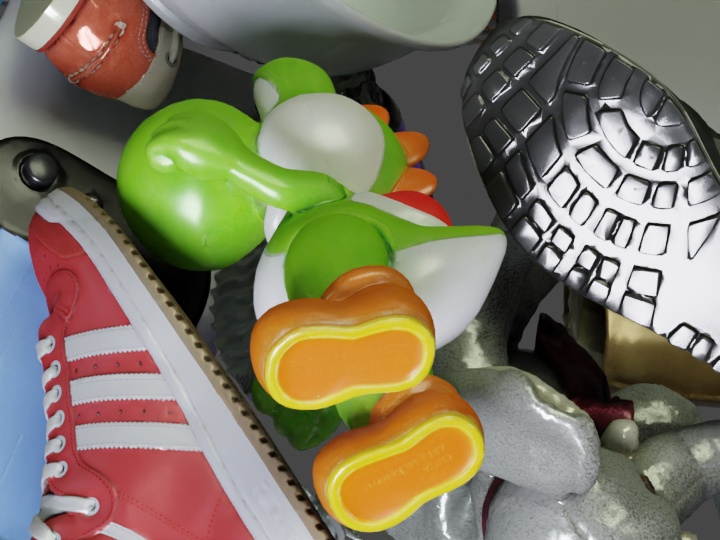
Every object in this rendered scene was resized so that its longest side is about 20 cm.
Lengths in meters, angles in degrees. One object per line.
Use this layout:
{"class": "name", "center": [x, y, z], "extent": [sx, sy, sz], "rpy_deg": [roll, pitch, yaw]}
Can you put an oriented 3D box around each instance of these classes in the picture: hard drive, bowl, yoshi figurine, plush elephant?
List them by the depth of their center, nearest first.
{"class": "yoshi figurine", "center": [-0.031, -0.002, 0.777], "extent": [0.112, 0.112, 0.200], "rpy_deg": [20, 27, -25]}
{"class": "plush elephant", "center": [0.077, 0.076, 0.833], "extent": [0.200, 0.165, 0.155], "rpy_deg": [-34, 32, -24]}
{"class": "bowl", "center": [-0.043, -0.152, 0.922], "extent": [0.201, 0.090, 0.201], "rpy_deg": [34, 38, -32]}
{"class": "hard drive", "center": [-0.110, -0.026, 0.939], "extent": [0.132, 0.027, 0.200], "rpy_deg": [21, 45, -7]}

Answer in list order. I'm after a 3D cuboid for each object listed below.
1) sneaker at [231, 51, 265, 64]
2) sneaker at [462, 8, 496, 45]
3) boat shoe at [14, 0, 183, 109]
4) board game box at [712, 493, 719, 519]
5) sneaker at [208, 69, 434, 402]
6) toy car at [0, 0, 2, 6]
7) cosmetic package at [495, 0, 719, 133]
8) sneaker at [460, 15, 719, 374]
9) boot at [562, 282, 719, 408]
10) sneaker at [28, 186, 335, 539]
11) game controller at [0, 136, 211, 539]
{"class": "sneaker", "center": [-0.007, -0.179, 1.085], "extent": [0.074, 0.088, 0.200], "rpy_deg": [30, 44, 2]}
{"class": "sneaker", "center": [0.071, -0.166, 1.034], "extent": [0.078, 0.200, 0.077], "rpy_deg": [5, 62, -42]}
{"class": "boat shoe", "center": [-0.099, -0.142, 0.985], "extent": [0.063, 0.071, 0.200], "rpy_deg": [32, 32, -20]}
{"class": "board game box", "center": [0.252, 0.055, 0.913], "extent": [0.147, 0.200, 0.064], "rpy_deg": [5, 49, -21]}
{"class": "sneaker", "center": [0.001, 0.000, 0.919], "extent": [0.100, 0.070, 0.200], "rpy_deg": [55, 26, -31]}
{"class": "toy car", "center": [-0.171, -0.224, 1.019], "extent": [0.177, 0.184, 0.200], "rpy_deg": [26, 13, 9]}
{"class": "cosmetic package", "center": [0.160, -0.076, 0.990], "extent": [0.200, 0.113, 0.081], "rpy_deg": [-4, 12, -4]}
{"class": "sneaker", "center": [0.118, -0.016, 0.821], "extent": [0.200, 0.076, 0.088], "rpy_deg": [42, 18, -3]}
{"class": "boot", "center": [0.190, 0.003, 1.029], "extent": [0.200, 0.066, 0.175], "rpy_deg": [8, 33, -10]}
{"class": "sneaker", "center": [-0.092, 0.067, 0.778], "extent": [0.112, 0.071, 0.200], "rpy_deg": [-35, 59, -3]}
{"class": "game controller", "center": [-0.128, 0.044, 0.827], "extent": [0.104, 0.042, 0.200], "rpy_deg": [26, 58, -4]}
